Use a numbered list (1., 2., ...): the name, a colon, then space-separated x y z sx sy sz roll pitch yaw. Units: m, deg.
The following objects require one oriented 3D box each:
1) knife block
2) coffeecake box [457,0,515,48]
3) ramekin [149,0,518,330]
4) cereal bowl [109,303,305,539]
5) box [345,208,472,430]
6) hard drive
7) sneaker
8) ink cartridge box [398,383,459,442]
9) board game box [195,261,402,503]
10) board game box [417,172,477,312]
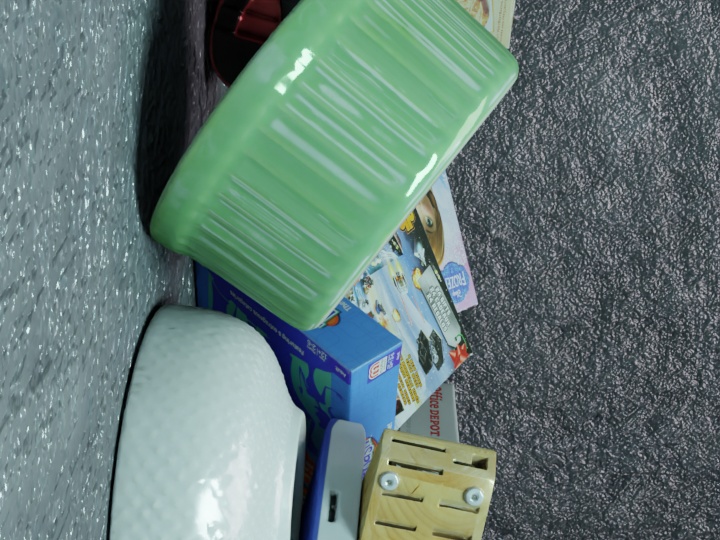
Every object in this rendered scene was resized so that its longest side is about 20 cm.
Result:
1. knife block: 0.017 0.176 0.742 0.176 0.064 0.200 -111 -146 -81
2. coffeecake box: 0.013 -0.233 0.939 0.154 0.200 0.073 -85 179 -58
3. ramekin: -0.008 -0.065 0.645 0.200 0.098 0.200 -52 180 0
4. cereal bowl: -0.075 0.120 0.677 0.200 0.083 0.200 3 90 -88
5. box: 0.000 0.000 0.859 0.137 0.040 0.200 -37 108 -52
6. hard drive: -0.034 0.203 0.731 0.132 0.025 0.200 -84 -172 -52
7. sneaker: -0.056 -0.215 0.808 0.087 0.074 0.200 -124 -127 -72
8. ink cartridge box: -0.009 0.161 1.172 0.146 0.200 0.084 -84 178 -72
9. board game box: -0.044 0.088 0.814 0.045 0.152 0.200 -29 138 -32
10. board game box: 0.020 -0.050 0.996 0.200 0.041 0.200 -17 94 -63
